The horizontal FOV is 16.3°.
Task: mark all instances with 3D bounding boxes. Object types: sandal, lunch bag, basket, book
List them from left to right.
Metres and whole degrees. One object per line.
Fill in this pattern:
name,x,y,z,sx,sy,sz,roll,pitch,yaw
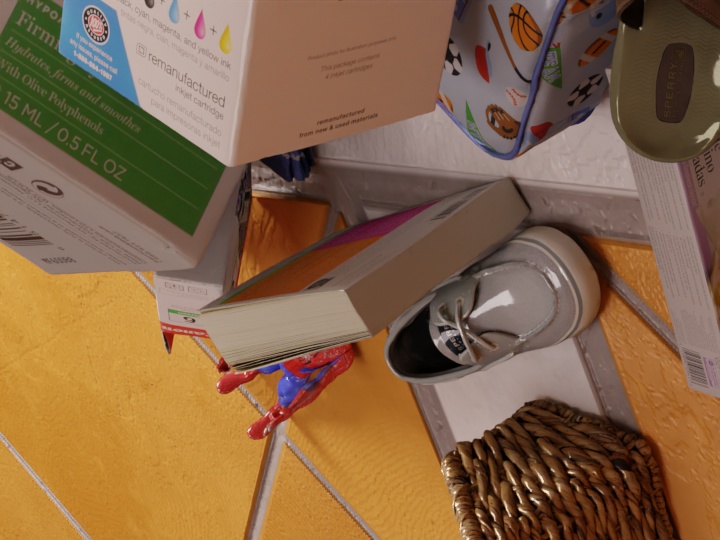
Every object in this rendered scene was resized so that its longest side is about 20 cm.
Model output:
book,0.000,0.000,1.535,0.048,0.133,0.200,59,154,-8
lunch bag,0.072,-0.166,1.310,0.160,0.075,0.200,52,152,22
basket,0.105,0.200,1.557,0.143,0.149,0.200,20,136,49
sandal,0.153,-0.130,1.194,0.080,0.057,0.201,6,127,14

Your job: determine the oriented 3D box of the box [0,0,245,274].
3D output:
box,-0.185,-0.117,1.544,0.199,0.172,0.200,34,160,-30

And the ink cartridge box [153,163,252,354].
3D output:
ink cartridge box,-0.104,-0.015,1.700,0.050,0.109,0.200,9,163,1

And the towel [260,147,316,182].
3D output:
towel,-0.085,-0.164,1.628,0.145,0.024,0.200,36,144,39

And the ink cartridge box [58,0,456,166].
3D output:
ink cartridge box,-0.044,-0.182,1.238,0.147,0.144,0.201,34,127,37

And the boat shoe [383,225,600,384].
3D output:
boat shoe,0.074,0.032,1.512,0.070,0.071,0.201,57,153,-1

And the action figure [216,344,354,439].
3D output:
action figure,-0.068,0.080,1.773,0.065,0.099,0.200,53,150,4

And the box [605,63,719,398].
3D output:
box,0.177,-0.024,1.323,0.041,0.039,0.201,16,132,50
